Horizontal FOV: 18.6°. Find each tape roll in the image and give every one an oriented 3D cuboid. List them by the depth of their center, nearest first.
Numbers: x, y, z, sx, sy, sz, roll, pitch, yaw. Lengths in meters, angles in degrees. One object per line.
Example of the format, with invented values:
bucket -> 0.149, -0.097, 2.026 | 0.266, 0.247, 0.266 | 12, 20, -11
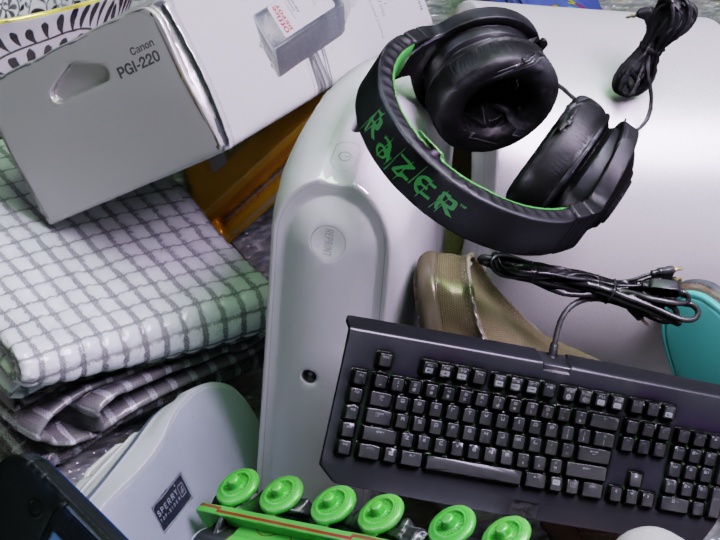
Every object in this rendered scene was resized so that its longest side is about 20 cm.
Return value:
tape roll -> 0.115, -0.042, 1.197 | 0.138, 0.204, 0.203 | 4, 38, -10

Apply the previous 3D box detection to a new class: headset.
headset -> 0.086, -0.078, 1.026 | 0.124, 0.094, 0.199 | 48, 37, 17

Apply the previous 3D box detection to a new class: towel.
towel -> -0.157, 0.009, 1.166 | 0.165, 0.086, 0.200 | -18, 44, -35

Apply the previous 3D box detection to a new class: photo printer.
photo printer -> 0.000, 0.000, 1.100 | 0.069, 0.201, 0.167 | 10, 29, 10

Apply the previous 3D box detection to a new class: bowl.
bowl -> -0.221, -0.113, 1.274 | 0.199, 0.095, 0.201 | -6, 17, 2

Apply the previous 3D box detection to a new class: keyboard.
keyboard -> 0.087, 0.052, 1.008 | 0.199, 0.128, 0.021 | 10, 2, -14

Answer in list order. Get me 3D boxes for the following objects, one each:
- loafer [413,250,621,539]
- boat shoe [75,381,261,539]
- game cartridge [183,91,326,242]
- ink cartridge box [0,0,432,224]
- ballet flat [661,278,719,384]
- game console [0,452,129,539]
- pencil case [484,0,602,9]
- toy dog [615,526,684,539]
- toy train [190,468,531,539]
loafer -> 0.092, 0.061, 1.071 | 0.067, 0.200, 0.076 | -26, 31, 17
boat shoe -> -0.107, 0.111, 1.053 | 0.065, 0.074, 0.200 | -20, 6, 25
game cartridge -> -0.046, -0.134, 1.318 | 0.032, 0.176, 0.201 | 36, 21, -36
ink cartridge box -> -0.077, -0.113, 1.154 | 0.145, 0.085, 0.200 | -19, 9, 40
ballet flat -> 0.223, 0.088, 1.120 | 0.073, 0.073, 0.201 | -26, 82, -39
game console -> -0.144, 0.200, 0.880 | 0.200, 0.171, 0.118 | 39, 24, 27
pencil case -> 0.125, -0.149, 1.436 | 0.087, 0.078, 0.201 | 26, 28, -31
toy dog -> 0.102, 0.194, 0.925 | 0.096, 0.200, 0.132 | -14, 66, -53
toy train -> -0.001, 0.128, 0.968 | 0.199, 0.042, 0.057 | 4, 47, 42
